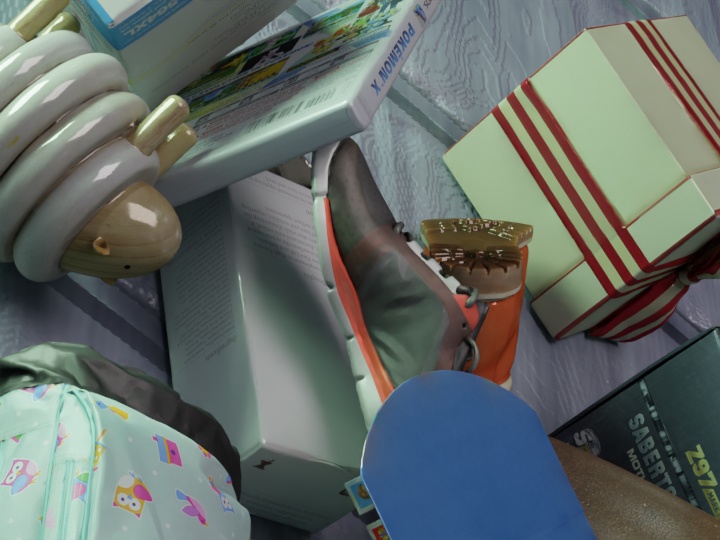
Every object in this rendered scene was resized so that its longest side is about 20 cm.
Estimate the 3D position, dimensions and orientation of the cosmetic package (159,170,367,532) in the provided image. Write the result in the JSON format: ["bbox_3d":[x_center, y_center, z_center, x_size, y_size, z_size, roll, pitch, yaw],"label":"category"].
[{"bbox_3d":[-0.053,0.041,1.176,0.102,0.074,0.200,23,46,-38],"label":"cosmetic package"}]

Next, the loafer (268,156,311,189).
[{"bbox_3d":[0.000,0.000,1.283,0.072,0.063,0.200,-9,66,-52],"label":"loafer"}]

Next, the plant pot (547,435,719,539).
[{"bbox_3d":[0.125,0.184,1.183,0.200,0.187,0.187,41,32,11],"label":"plant pot"}]

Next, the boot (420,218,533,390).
[{"bbox_3d":[0.074,0.023,1.352,0.200,0.075,0.107,-65,156,-73],"label":"boot"}]

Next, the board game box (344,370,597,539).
[{"bbox_3d":[0.061,0.150,1.051,0.158,0.039,0.200,-18,81,-53],"label":"board game box"}]

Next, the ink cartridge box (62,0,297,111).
[{"bbox_3d":[-0.123,-0.190,1.190,0.129,0.125,0.200,51,-8,9],"label":"ink cartridge box"}]

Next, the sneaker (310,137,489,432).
[{"bbox_3d":[0.027,0.016,1.121,0.077,0.082,0.200,2,72,-87],"label":"sneaker"}]

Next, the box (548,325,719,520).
[{"bbox_3d":[0.221,0.159,1.315,0.051,0.158,0.200,5,56,-48],"label":"box"}]

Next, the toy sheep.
[{"bbox_3d":[-0.174,-0.071,1.086,0.200,0.138,0.138,43,32,11],"label":"toy sheep"}]

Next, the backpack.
[{"bbox_3d":[-0.124,0.144,0.948,0.167,0.127,0.200,33,41,-32],"label":"backpack"}]

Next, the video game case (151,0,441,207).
[{"bbox_3d":[-0.058,-0.097,1.185,0.022,0.200,0.182,58,31,-20],"label":"video game case"}]

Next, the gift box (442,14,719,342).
[{"bbox_3d":[0.210,-0.067,1.489,0.200,0.185,0.187,-17,70,-48],"label":"gift box"}]
